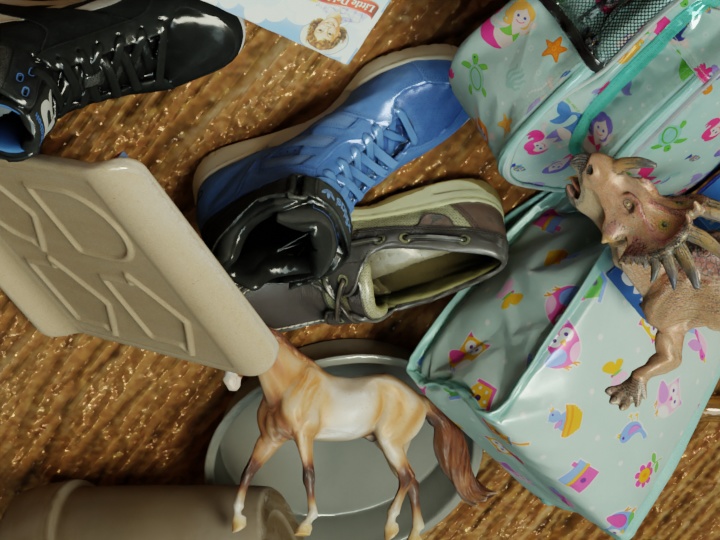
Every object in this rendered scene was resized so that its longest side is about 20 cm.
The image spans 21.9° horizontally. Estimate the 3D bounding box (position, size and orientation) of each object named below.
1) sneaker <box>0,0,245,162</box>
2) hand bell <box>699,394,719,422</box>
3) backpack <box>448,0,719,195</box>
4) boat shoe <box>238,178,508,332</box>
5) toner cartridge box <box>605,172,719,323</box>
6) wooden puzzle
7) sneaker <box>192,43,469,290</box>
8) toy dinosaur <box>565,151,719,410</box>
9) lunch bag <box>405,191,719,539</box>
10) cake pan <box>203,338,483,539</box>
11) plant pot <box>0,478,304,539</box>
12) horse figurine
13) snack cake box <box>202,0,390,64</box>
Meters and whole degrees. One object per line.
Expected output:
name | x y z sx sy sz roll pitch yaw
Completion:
sneaker | -0.159 -0.105 1.047 0.198 0.112 0.074 -3 130 -8
hand bell | 0.271 0.100 1.336 0.198 0.105 0.105 3 130 3
backpack | 0.157 -0.122 1.063 0.199 0.152 0.177 -35 161 27
boat shoe | 0.000 0.000 1.195 0.198 0.065 0.073 -22 132 9
toner cartridge box | 0.236 -0.051 1.092 0.043 0.095 0.200 49 136 5
wooden puzzle | -0.158 -0.018 1.116 0.199 0.047 0.186 6 144 38
sneaker | -0.007 -0.055 1.119 0.198 0.112 0.077 -23 130 8
toy dinosaur | 0.205 0.002 1.017 0.198 0.086 0.136 1 139 -14
lunch bag | 0.154 0.043 1.224 0.170 0.122 0.201 42 78 -34
cake pan | -0.013 0.124 1.314 0.198 0.037 0.202 -6 130 -7
plant pot | -0.126 0.225 1.257 0.172 0.201 0.201 -15 131 11
horse figurine | -0.008 0.110 1.218 0.198 0.134 0.050 8 165 -23
snack cake box | -0.066 -0.207 1.011 0.199 0.067 0.115 21 122 -25
